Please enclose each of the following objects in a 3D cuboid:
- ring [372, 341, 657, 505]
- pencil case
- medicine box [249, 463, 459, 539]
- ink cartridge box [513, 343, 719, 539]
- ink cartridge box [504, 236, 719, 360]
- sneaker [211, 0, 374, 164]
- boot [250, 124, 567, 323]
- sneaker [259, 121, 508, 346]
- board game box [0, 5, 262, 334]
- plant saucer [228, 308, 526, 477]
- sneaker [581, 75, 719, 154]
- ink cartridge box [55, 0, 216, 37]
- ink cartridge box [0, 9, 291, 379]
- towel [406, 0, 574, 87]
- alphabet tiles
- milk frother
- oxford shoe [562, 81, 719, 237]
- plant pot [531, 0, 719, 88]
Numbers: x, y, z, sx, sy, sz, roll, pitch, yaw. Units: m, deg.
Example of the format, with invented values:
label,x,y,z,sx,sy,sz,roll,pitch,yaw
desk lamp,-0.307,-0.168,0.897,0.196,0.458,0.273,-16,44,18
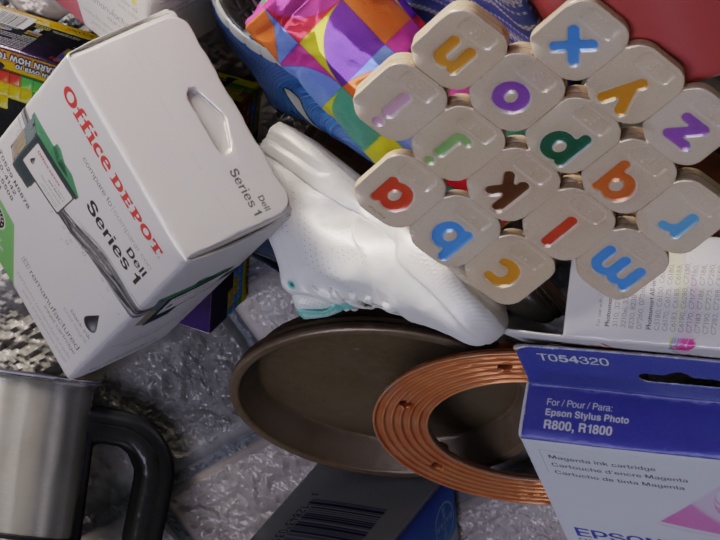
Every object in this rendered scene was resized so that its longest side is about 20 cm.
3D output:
label,x,y,z,sx,sy,sz,roll,pitch,yaw
ring,0.107,0.094,1.696,0.200,0.019,0.200,5,149,3
pencil case,0.027,-0.099,1.566,0.200,0.088,0.088,46,128,-4
medicine box,-0.011,0.255,1.805,0.103,0.182,0.200,6,120,26
ink cartridge box,0.199,0.115,1.633,0.196,0.043,0.200,4,152,21
ink cartridge box,0.193,0.019,1.593,0.200,0.115,0.068,4,82,26
sneaker,-0.008,-0.116,1.647,0.200,0.079,0.089,42,167,-1
boot,0.027,-0.002,1.680,0.200,0.097,0.075,34,172,16
sneaker,0.000,0.000,1.613,0.200,0.075,0.089,39,97,31
board game box,-0.168,-0.067,1.785,0.200,0.057,0.165,18,123,19
plant saucer,0.018,0.075,1.727,0.200,0.029,0.200,5,151,3
sneaker,0.215,-0.088,1.516,0.200,0.079,0.074,-1,155,15
ink cartridge box,-0.138,-0.235,1.623,0.116,0.067,0.200,38,141,26
ink cartridge box,-0.144,-0.043,1.645,0.146,0.084,0.200,59,146,7
towel,0.039,-0.174,1.507,0.145,0.024,0.200,36,166,45
alphabet tiles,0.099,-0.063,1.484,0.200,0.015,0.196,35,128,-19
milk frother,-0.243,0.163,1.918,0.200,0.180,0.188,4,84,58
oxford shoe,0.168,-0.072,1.593,0.200,0.071,0.071,21,121,18
plant pot,0.151,-0.205,1.457,0.200,0.200,0.177,-3,126,30
